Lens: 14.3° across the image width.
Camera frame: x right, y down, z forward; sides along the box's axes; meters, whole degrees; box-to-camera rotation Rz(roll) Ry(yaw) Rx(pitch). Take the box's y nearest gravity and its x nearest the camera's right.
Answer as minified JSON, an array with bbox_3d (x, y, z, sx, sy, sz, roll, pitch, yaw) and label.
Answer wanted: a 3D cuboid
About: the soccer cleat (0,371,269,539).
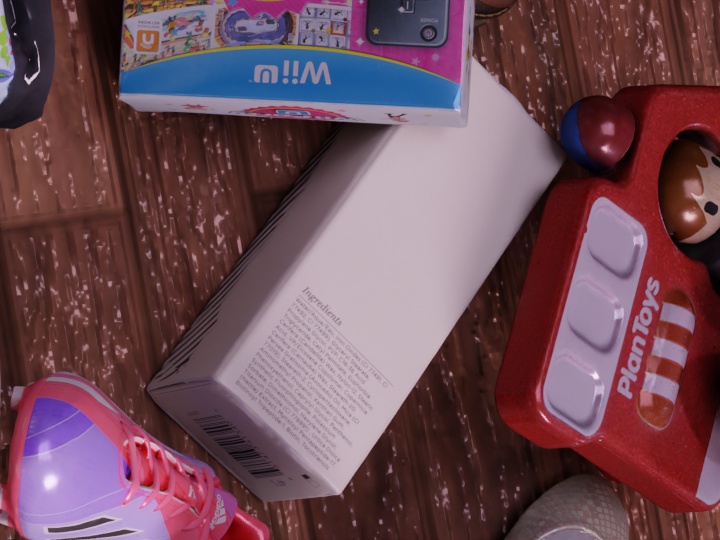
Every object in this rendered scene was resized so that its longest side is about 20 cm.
[{"bbox_3d":[-0.088,0.086,1.127,0.076,0.200,0.067,7,75,11],"label":"soccer cleat"}]

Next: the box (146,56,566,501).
[{"bbox_3d":[0.000,0.000,1.257,0.082,0.068,0.200,45,63,-18],"label":"box"}]

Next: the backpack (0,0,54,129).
[{"bbox_3d":[-0.221,-0.123,1.115,0.199,0.154,0.164,-8,93,-19],"label":"backpack"}]

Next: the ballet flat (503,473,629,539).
[{"bbox_3d":[0.073,0.171,1.279,0.067,0.062,0.200,48,62,-17],"label":"ballet flat"}]

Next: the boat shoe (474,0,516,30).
[{"bbox_3d":[0.052,-0.212,1.320,0.072,0.067,0.201,0,83,-31],"label":"boat shoe"}]

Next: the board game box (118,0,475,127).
[{"bbox_3d":[-0.021,-0.165,1.216,0.147,0.064,0.201,3,87,3],"label":"board game box"}]

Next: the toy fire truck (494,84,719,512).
[{"bbox_3d":[0.141,0.004,1.292,0.168,0.112,0.201,34,65,-41],"label":"toy fire truck"}]
